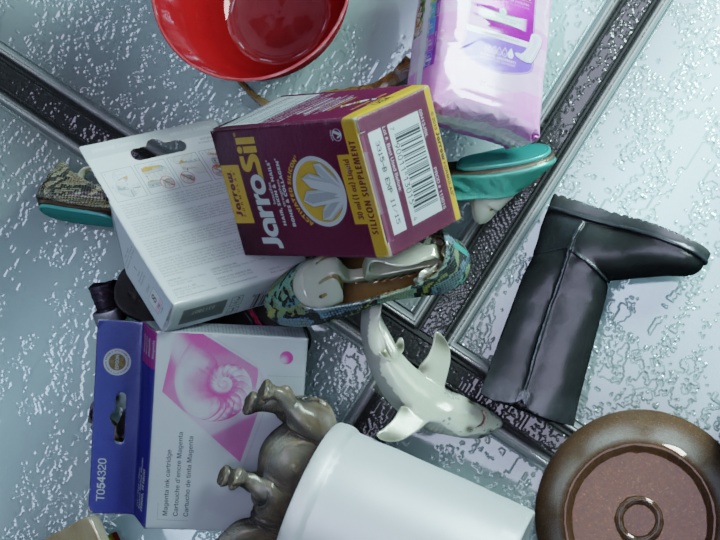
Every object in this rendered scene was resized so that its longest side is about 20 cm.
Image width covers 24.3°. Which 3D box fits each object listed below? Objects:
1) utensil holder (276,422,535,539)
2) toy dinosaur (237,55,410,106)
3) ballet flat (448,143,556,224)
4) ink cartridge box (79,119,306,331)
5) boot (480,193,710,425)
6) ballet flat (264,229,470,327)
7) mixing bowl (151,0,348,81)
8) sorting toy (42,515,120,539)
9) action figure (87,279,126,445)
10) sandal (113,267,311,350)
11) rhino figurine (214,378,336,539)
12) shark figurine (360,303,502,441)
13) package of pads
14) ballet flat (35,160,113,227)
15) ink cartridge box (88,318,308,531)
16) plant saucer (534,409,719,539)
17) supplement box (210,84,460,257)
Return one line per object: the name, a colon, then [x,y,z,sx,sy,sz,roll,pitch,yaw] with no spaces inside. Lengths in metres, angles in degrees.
utensil holder: [0.040,0.253,1.527,0.199,0.170,0.171,21,91,11]
toy dinosaur: [-0.033,-0.156,1.636,0.199,0.061,0.107,-9,52,17]
ballet flat: [0.091,-0.076,1.596,0.199,0.067,0.071,-5,109,13]
ink cartridge box: [-0.163,-0.046,1.610,0.200,0.162,0.057,53,139,27]
boot: [0.214,0.048,1.543,0.164,0.066,0.201,18,83,26]
ballet flat: [0.000,0.000,1.535,0.199,0.074,0.075,-16,83,8]
mixing bowl: [-0.093,-0.265,1.616,0.199,0.108,0.201,-2,80,12]
sorting toy: [-0.288,0.368,1.637,0.198,0.070,0.201,-29,81,16]
action figure: [-0.213,0.106,1.647,0.129,0.069,0.201,-7,88,5]
sandal: [-0.142,0.048,1.612,0.199,0.045,0.075,21,74,-9]
rhino figurine: [-0.085,0.200,1.554,0.087,0.060,0.201,17,101,-19]
shark figurine: [0.029,0.083,1.589,0.128,0.089,0.215,-27,88,-24]
package of pads: [0.113,-0.220,1.547,0.120,0.076,0.201,14,75,-25]
ballet flat: [-0.227,-0.066,1.665,0.199,0.068,0.076,19,75,16]
ink cartridge box: [-0.155,0.149,1.586,0.199,0.043,0.198,2,103,-9]
plant saucer: [0.258,0.229,1.544,0.199,0.037,0.202,-1,85,14]
supplement box: [-0.024,-0.089,1.521,0.199,0.103,0.132,0,112,46]
